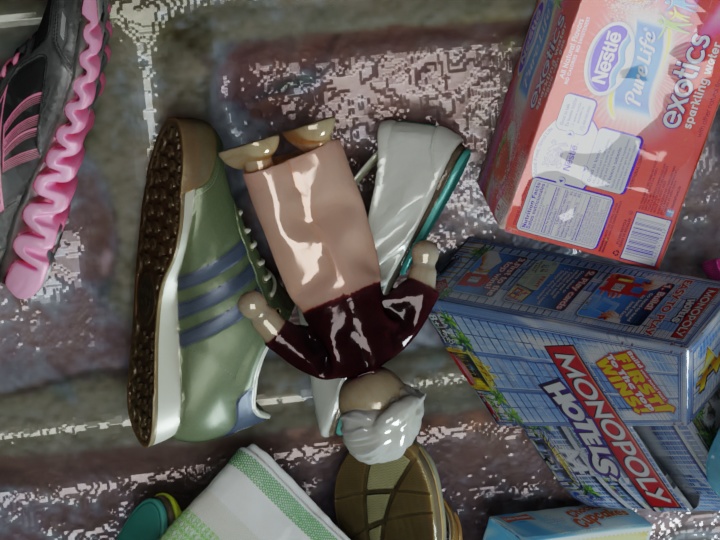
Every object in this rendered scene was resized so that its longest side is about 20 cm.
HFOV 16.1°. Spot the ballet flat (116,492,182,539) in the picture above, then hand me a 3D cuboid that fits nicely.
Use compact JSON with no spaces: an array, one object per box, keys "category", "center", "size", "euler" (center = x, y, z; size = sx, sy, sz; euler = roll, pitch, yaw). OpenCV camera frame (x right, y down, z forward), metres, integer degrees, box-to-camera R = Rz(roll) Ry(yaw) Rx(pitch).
[{"category":"ballet flat","center":[-0.136,0.227,1.592],"size":[0.067,0.067,0.200],"euler":[11,111,-34]}]

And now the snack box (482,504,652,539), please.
[{"category":"snack box","center":[0.108,0.245,1.611],"size":[0.116,0.037,0.200],"euler":[-2,114,-41]}]

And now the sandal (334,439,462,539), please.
[{"category":"sandal","center":[0.036,0.173,1.588],"size":[0.054,0.080,0.200],"euler":[-45,136,-36]}]

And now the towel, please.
[{"category":"towel","center":[-0.083,0.224,1.532],"size":[0.149,0.031,0.200],"euler":[46,72,-13]}]

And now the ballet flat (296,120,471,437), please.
[{"category":"ballet flat","center":[0.000,0.000,1.526],"size":[0.069,0.069,0.200],"euler":[21,102,-14]}]

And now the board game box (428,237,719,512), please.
[{"category":"board game box","center":[0.160,0.070,1.497],"size":[0.062,0.200,0.200],"euler":[-46,114,-30]}]

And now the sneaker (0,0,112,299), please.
[{"category":"sneaker","center":[-0.201,-0.085,1.462],"size":[0.095,0.079,0.200],"euler":[17,106,-1]}]

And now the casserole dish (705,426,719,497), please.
[{"category":"casserole dish","center":[0.279,0.110,1.480],"size":[0.121,0.039,0.200],"euler":[-53,135,3]}]

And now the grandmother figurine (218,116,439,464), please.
[{"category":"grandmother figurine","center":[-0.010,0.014,1.468],"size":[0.121,0.061,0.200],"euler":[-17,94,-4]}]

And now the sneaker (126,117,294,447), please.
[{"category":"sneaker","center":[-0.083,0.007,1.516],"size":[0.090,0.067,0.200],"euler":[0,106,-24]}]

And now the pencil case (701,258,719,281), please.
[{"category":"pencil case","center":[0.290,0.065,1.572],"size":[0.200,0.088,0.088],"euler":[21,106,-16]}]

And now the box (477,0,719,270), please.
[{"category":"box","center":[0.149,-0.115,1.479],"size":[0.103,0.095,0.200],"euler":[13,108,-12]}]
